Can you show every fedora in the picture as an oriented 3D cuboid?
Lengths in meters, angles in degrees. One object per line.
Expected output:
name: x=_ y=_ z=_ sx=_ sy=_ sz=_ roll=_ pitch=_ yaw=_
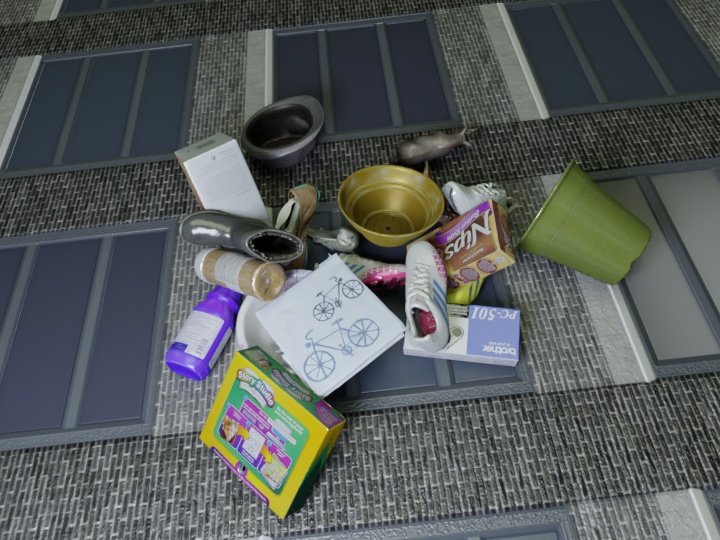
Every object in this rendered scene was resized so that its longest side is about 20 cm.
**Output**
fedora: x=-0.168 y=-0.301 z=1.340 sx=0.199 sy=0.091 sz=0.177 roll=-27 pitch=55 yaw=-6

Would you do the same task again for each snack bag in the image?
snack bag: x=-0.056 y=0.087 z=0.972 sx=0.188 sy=0.021 sz=0.200 roll=-36 pitch=63 yaw=-15

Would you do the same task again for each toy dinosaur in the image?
toy dinosaur: x=0.154 y=-0.141 z=1.212 sx=0.134 sy=0.086 sz=0.201 roll=11 pitch=43 yaw=2

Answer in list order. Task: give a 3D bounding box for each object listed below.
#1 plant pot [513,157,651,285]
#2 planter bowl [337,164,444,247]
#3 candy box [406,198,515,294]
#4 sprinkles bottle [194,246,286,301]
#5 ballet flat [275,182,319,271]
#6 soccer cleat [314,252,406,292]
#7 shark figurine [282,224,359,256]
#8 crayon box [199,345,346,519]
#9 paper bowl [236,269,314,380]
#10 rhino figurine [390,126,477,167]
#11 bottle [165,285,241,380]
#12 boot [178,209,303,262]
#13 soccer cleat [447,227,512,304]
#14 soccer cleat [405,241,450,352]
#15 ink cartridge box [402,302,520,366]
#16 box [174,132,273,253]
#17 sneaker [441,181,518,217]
plant pot: x=0.420 y=-0.072 z=1.093 sx=0.189 sy=0.200 sz=0.200 roll=33 pitch=63 yaw=10
planter bowl: x=0.055 y=-0.105 z=1.115 sx=0.198 sy=0.084 sz=0.202 roll=1 pitch=47 yaw=-1
candy box: x=0.178 y=-0.031 z=1.077 sx=0.199 sy=0.056 sz=0.118 roll=-29 pitch=44 yaw=35
sprinkles bottle: x=-0.214 y=0.003 z=1.027 sx=0.199 sy=0.069 sz=0.068 roll=13 pitch=52 yaw=46
ballet flat: x=-0.131 y=-0.070 z=1.113 sx=0.072 sy=0.201 sz=0.068 roll=-8 pitch=35 yaw=-43
soccer cleat: x=0.000 y=0.000 z=1.104 sx=0.198 sy=0.070 sz=0.087 roll=-12 pitch=71 yaw=14
shark figurine: x=-0.050 y=-0.084 z=1.182 sx=0.214 sy=0.128 sz=0.090 roll=18 pitch=77 yaw=47
crayon box: x=-0.141 y=0.246 z=0.915 sx=0.199 sy=0.058 sz=0.174 roll=34 pitch=107 yaw=25
paper bowl: x=-0.110 y=0.108 z=1.037 sx=0.198 sy=0.105 sz=0.202 roll=-2 pitch=58 yaw=4
rhino figurine: x=0.167 y=-0.277 z=1.295 sx=0.198 sy=0.060 sz=0.087 roll=-19 pitch=20 yaw=-6
bottle: x=-0.277 y=0.100 z=1.084 sx=0.083 sy=0.066 sz=0.201 roll=15 pitch=57 yaw=14
boot: x=-0.209 y=-0.055 z=1.003 sx=0.180 sy=0.073 sz=0.200 roll=-3 pitch=18 yaw=-21
soccer cleat: x=0.219 y=-0.014 z=1.109 sx=0.064 sy=0.084 sz=0.200 roll=31 pitch=69 yaw=22
soccer cleat: x=0.109 y=0.036 z=0.994 sx=0.069 sy=0.086 sz=0.202 roll=-19 pitch=66 yaw=26
ink cartridge box: x=0.178 y=0.109 z=1.045 sx=0.198 sy=0.044 sz=0.095 roll=6 pitch=67 yaw=8
box: x=-0.264 y=-0.150 z=1.148 sx=0.106 sy=0.201 sz=0.152 roll=-27 pitch=25 yaw=-14
sneaker: x=0.228 y=-0.138 z=1.131 sx=0.087 sy=0.199 sz=0.075 roll=-44 pitch=55 yaw=24
